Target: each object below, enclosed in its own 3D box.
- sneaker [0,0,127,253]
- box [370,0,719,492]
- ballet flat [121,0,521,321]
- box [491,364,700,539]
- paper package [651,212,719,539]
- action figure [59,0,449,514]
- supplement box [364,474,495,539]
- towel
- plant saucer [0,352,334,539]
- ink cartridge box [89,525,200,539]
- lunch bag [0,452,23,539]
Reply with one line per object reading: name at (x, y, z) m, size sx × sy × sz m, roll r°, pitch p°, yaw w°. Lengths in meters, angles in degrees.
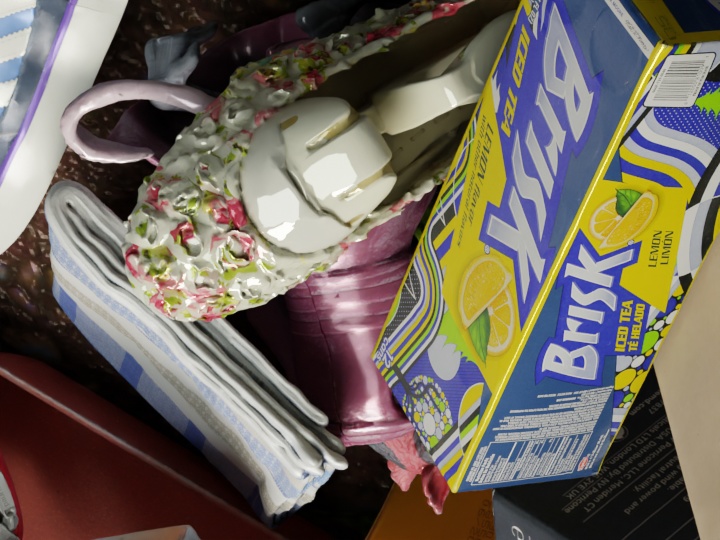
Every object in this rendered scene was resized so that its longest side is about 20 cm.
sneaker at (-0.164, -0.106, 1.046) m, size 0.146 × 0.081 × 0.201 m, roll 22°, pitch 129°, yaw -10°
box at (0.072, -0.021, 0.930) m, size 0.064 × 0.070 × 0.201 m, roll -6°, pitch 137°, yaw -31°
ballet flat at (0.007, -0.053, 0.953) m, size 0.076 × 0.200 × 0.064 m, roll 57°, pitch 159°, yaw -12°
box at (0.154, 0.150, 1.028) m, size 0.199 × 0.107 × 0.149 m, roll 30°, pitch 141°, yaw 35°
paper package at (0.174, 0.001, 0.903) m, size 0.103 × 0.201 × 0.191 m, roll 6°, pitch 138°, yaw -18°
action figure at (0.000, 0.000, 1.032) m, size 0.133 × 0.149 × 0.201 m, roll -6°, pitch 106°, yaw 34°
supplement box at (0.027, 0.175, 1.186) m, size 0.073 × 0.126 × 0.201 m, roll 18°, pitch 133°, yaw 10°
towel at (-0.070, 0.038, 1.096) m, size 0.147 × 0.024 × 0.200 m, roll 44°, pitch 168°, yaw 3°
plant saucer at (-0.109, 0.135, 1.273) m, size 0.199 × 0.037 × 0.200 m, roll 30°, pitch 135°, yaw 1°
ink cartridge box at (-0.111, 0.188, 1.156) m, size 0.199 × 0.050 × 0.163 m, roll -10°, pitch 120°, yaw 39°
lunch bag at (-0.222, 0.114, 1.231) m, size 0.177 × 0.082 × 0.200 m, roll 57°, pitch 141°, yaw 19°
